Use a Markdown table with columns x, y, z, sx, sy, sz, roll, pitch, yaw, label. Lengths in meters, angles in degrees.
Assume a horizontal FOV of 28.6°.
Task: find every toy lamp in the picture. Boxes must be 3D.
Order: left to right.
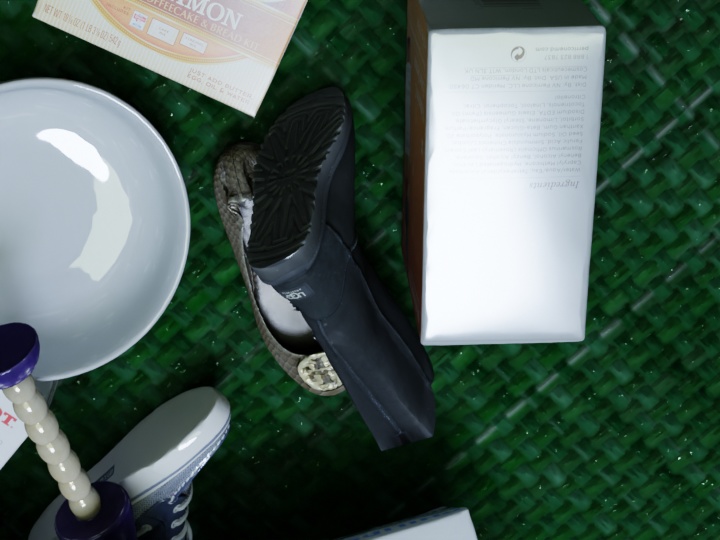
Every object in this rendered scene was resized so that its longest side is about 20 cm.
| x | y | z | sx | sy | sz | roll | pitch | yaw | label |
| --- | --- | --- | --- | --- | --- | --- | --- | --- | --- |
| -0.199 | 0.125 | 0.941 | 0.057 | 0.059 | 0.202 | -14 | 126 | 3 | toy lamp |

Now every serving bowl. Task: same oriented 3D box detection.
| x | y | z | sx | sy | sz | roll | pitch | yaw | label |
| --- | --- | --- | --- | --- | --- | --- | --- | --- | --- |
| -0.216 | -0.032 | 0.940 | 0.197 | 0.066 | 0.203 | -6 | 107 | -20 | serving bowl |

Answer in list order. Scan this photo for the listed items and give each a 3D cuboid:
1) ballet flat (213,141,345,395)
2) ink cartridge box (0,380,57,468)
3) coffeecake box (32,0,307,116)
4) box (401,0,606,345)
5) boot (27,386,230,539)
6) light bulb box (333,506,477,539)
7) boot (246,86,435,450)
| x | y | z | sx | sy | sz | roll | pitch | yaw | label |
| --- | --- | --- | --- | --- | --- | --- | --- | --- | --- |
| -0.053 | 0.006 | 0.988 | 0.067 | 0.046 | 0.202 | -18 | 113 | 5 | ballet flat |
| -0.326 | 0.108 | 0.995 | 0.144 | 0.085 | 0.200 | 36 | 107 | -18 | ink cartridge box |
| -0.093 | -0.223 | 0.875 | 0.152 | 0.073 | 0.202 | 23 | 109 | -11 | coffeecake box |
| 0.084 | -0.075 | 0.904 | 0.105 | 0.153 | 0.203 | -1 | 113 | -3 | box |
| -0.148 | 0.170 | 1.046 | 0.199 | 0.073 | 0.090 | -37 | 115 | 22 | boot |
| 0.007 | 0.292 | 1.013 | 0.196 | 0.125 | 0.203 | -15 | 83 | -7 | light bulb box |
| 0.000 | 0.001 | 0.964 | 0.065 | 0.166 | 0.201 | -11 | 136 | 29 | boot |
